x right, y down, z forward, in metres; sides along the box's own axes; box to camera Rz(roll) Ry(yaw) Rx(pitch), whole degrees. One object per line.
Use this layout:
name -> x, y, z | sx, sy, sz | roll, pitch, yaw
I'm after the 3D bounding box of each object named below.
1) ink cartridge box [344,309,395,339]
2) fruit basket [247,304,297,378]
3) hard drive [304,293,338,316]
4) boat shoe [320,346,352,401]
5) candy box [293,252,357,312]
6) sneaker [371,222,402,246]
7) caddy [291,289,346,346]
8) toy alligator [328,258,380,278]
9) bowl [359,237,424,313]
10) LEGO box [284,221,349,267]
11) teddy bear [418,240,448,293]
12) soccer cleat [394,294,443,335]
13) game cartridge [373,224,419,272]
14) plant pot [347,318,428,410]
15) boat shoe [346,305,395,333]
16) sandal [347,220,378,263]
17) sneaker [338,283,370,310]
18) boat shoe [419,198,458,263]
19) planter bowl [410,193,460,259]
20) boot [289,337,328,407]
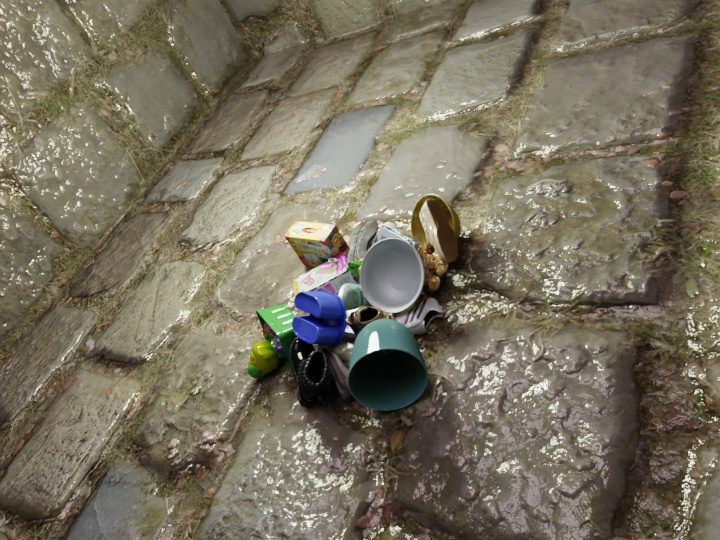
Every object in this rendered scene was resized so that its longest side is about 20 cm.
ink cartridge box -> 0.006, 0.156, 1.662 | 0.197, 0.037, 0.096 | 9, 55, 40
fruit basket -> -0.270, 0.223, 1.717 | 0.210, 0.158, 0.217 | -13, 30, 7
hard drive -> -0.115, 0.111, 1.769 | 0.130, 0.027, 0.201 | -30, 26, 7
boat shoe -> -0.069, 0.281, 1.556 | 0.073, 0.075, 0.200 | -39, 37, -8
candy box -> -0.115, 0.035, 1.800 | 0.197, 0.062, 0.137 | -29, 26, 4
sneaker -> 0.058, -0.071, 1.832 | 0.199, 0.078, 0.099 | -40, 42, -5
caddy -> -0.111, 0.132, 1.592 | 0.198, 0.103, 0.145 | 16, 101, 56
toy alligator -> 0.000, 0.000, 1.684 | 0.194, 0.055, 0.060 | 5, 28, 0
bowl -> 0.103, 0.015, 1.589 | 0.197, 0.090, 0.207 | -1, 89, 28
LEGO box -> -0.139, -0.083, 1.925 | 0.197, 0.150, 0.078 | 9, 53, 41
teddy bear -> 0.183, -0.015, 1.666 | 0.147, 0.066, 0.202 | -59, 36, 27
soccer cleat -> 0.138, 0.151, 1.551 | 0.198, 0.069, 0.085 | -37, 44, -5
game cartridge -> 0.100, -0.047, 1.714 | 0.199, 0.040, 0.136 | 35, 111, 55
plant pot -> 0.065, 0.220, 1.433 | 0.197, 0.203, 0.162 | -22, 32, 13
boat shoe -> 0.019, 0.128, 1.569 | 0.198, 0.074, 0.076 | -4, 49, 56
sandal -> 0.009, -0.076, 1.783 | 0.080, 0.055, 0.204 | 2, 54, 14
sneaker -> 0.019, 0.070, 1.648 | 0.116, 0.076, 0.199 | -2, 7, 27
boat shoe -> 0.220, -0.105, 1.627 | 0.069, 0.072, 0.204 | -48, 50, 50
planter bowl -> 0.244, -0.131, 1.717 | 0.082, 0.206, 0.199 | -9, 24, -35
boot -> -0.140, 0.249, 1.544 | 0.077, 0.159, 0.215 | -6, 56, -17
